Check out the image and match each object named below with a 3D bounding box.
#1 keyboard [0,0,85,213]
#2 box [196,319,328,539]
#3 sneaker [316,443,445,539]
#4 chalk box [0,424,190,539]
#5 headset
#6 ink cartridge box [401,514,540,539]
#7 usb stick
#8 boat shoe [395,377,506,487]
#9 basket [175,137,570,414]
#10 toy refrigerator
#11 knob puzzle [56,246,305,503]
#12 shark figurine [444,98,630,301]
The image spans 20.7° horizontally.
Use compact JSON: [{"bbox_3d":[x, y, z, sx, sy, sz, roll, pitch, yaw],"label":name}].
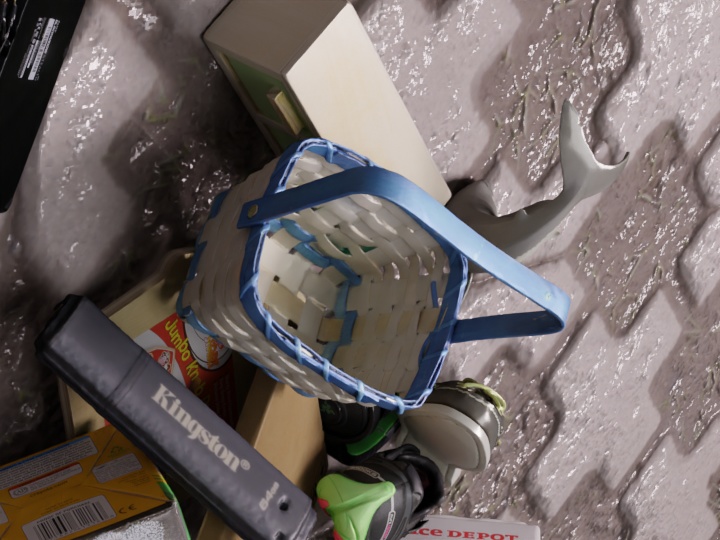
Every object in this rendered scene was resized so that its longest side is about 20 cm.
[{"bbox_3d":[-0.192,-0.126,1.060,0.200,0.040,0.104,-69,167,8],"label":"keyboard"},{"bbox_3d":[-0.062,0.150,1.271,0.164,0.021,0.200,83,20,-45],"label":"box"},{"bbox_3d":[0.021,0.166,1.388,0.084,0.077,0.200,-22,175,1],"label":"sneaker"},{"bbox_3d":[-0.155,0.215,1.171,0.124,0.124,0.200,-20,115,-15],"label":"chalk box"},{"bbox_3d":[-0.001,0.054,1.385,0.124,0.094,0.200,-49,157,-24],"label":"headset"},{"bbox_3d":[0.057,0.271,1.436,0.200,0.145,0.084,-82,176,-59],"label":"ink cartridge box"},{"bbox_3d":[-0.107,0.093,1.148,0.033,0.200,0.055,-40,-167,32],"label":"usb stick"},{"bbox_3d":[0.069,0.107,1.414,0.060,0.072,0.202,-51,176,-13],"label":"boat shoe"},{"bbox_3d":[0.000,0.000,1.164,0.176,0.200,0.139,36,63,-36],"label":"basket"},{"bbox_3d":[-0.019,-0.093,1.244,0.070,0.076,0.200,-50,143,-15],"label":"toy refrigerator"},{"bbox_3d":[-0.114,0.064,1.266,0.220,0.030,0.220,-31,134,-37],"label":"knob puzzle"},{"bbox_3d":[0.083,-0.039,1.330,0.089,0.214,0.128,36,70,-14],"label":"shark figurine"}]
